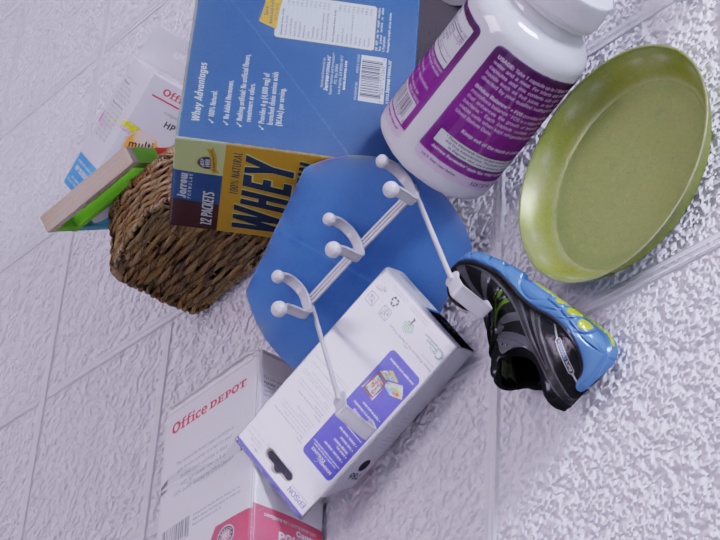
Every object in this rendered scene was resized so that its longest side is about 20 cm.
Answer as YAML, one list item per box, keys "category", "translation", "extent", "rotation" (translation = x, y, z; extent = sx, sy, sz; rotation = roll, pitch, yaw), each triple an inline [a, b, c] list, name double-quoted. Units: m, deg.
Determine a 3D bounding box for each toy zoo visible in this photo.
- category: "toy zoo"
  translation: [-0.217, -0.082, 1.960]
  extent: [0.131, 0.200, 0.021]
  rotation: [-36, 75, 28]

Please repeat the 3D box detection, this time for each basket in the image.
- category: "basket"
  translation: [-0.160, -0.080, 1.905]
  extent: [0.200, 0.142, 0.149]
  rotation: [-38, 40, 35]

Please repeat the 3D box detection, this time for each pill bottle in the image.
- category: "pill bottle"
  translation: [0.113, -0.163, 1.560]
  extent: [0.200, 0.112, 0.112]
  rotation: [-51, 33, 27]

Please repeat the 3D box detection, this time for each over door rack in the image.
- category: "over door rack"
  translation: [0.005, 0.010, 1.519]
  extent: [0.148, 0.067, 0.200]
  rotation: [-47, 37, 15]

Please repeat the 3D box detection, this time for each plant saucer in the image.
- category: "plant saucer"
  translation: [0.201, -0.078, 1.478]
  extent: [0.200, 0.031, 0.201]
  rotation: [-36, 41, 38]

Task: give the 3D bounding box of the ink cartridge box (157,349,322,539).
- category: "ink cartridge box"
  translation: [-0.105, 0.191, 1.679]
  extent: [0.145, 0.085, 0.201]
  rotation: [-34, 43, 38]

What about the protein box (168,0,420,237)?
- category: "protein box"
  translation: [-0.059, -0.145, 1.712]
  extent: [0.135, 0.199, 0.199]
  rotation: [103, 173, -57]

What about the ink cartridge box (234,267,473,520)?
- category: "ink cartridge box"
  translation: [-0.006, 0.103, 1.588]
  extent: [0.200, 0.039, 0.100]
  rotation: [-47, 64, 12]

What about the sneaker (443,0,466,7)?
- category: "sneaker"
  translation: [0.062, -0.305, 1.799]
  extent: [0.075, 0.088, 0.200]
  rotation: [-59, 33, 2]

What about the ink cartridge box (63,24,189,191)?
- category: "ink cartridge box"
  translation: [-0.214, -0.147, 2.061]
  extent: [0.200, 0.115, 0.068]
  rotation: [-59, 32, 7]

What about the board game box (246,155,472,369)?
- category: "board game box"
  translation: [0.000, 0.000, 1.631]
  extent: [0.201, 0.158, 0.039]
  rotation: [-64, -8, 12]

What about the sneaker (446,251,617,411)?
- category: "sneaker"
  translation: [0.116, 0.046, 1.472]
  extent: [0.083, 0.071, 0.200]
  rotation: [-55, 35, 2]
